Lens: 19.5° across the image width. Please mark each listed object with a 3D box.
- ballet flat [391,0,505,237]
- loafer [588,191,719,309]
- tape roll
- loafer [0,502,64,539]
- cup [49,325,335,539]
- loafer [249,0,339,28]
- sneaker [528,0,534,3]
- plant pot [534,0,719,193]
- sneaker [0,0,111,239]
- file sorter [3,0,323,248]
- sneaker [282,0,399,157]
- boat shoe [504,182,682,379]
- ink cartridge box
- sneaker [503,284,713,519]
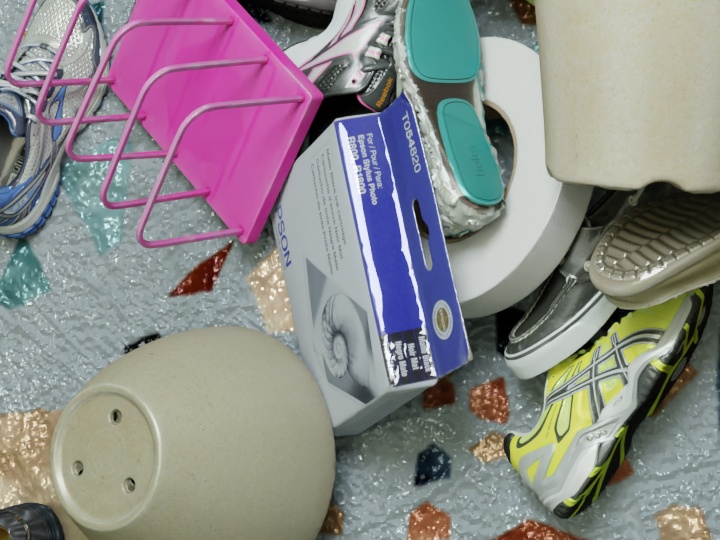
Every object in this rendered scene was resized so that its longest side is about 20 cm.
[{"bbox_3d":[0.052,-0.113,1.470,0.071,0.072,0.202,-16,63,16],"label":"ballet flat"},{"bbox_3d":[0.239,-0.019,1.415,0.199,0.069,0.076,-28,35,-25],"label":"loafer"},{"bbox_3d":[0.080,-0.066,1.497,0.202,0.037,0.205,-18,64,40],"label":"tape roll"},{"bbox_3d":[-0.327,0.231,1.609,0.199,0.072,0.073,-29,73,13],"label":"loafer"},{"bbox_3d":[-0.138,0.135,1.499,0.199,0.143,0.202,-4,82,32],"label":"cup"},{"bbox_3d":[-0.083,-0.247,1.607,0.199,0.073,0.071,26,89,21],"label":"loafer"},{"bbox_3d":[0.101,-0.233,1.493,0.076,0.075,0.200,-43,111,0],"label":"sneaker"},{"bbox_3d":[0.191,-0.147,1.360,0.199,0.200,0.185,5,98,20],"label":"plant pot"},{"bbox_3d":[-0.257,-0.127,1.641,0.076,0.085,0.202,14,85,21],"label":"sneaker"},{"bbox_3d":[-0.152,-0.131,1.541,0.200,0.125,0.140,48,128,29],"label":"file sorter"},{"bbox_3d":[0.011,-0.157,1.545,0.200,0.080,0.087,-48,44,20],"label":"sneaker"},{"bbox_3d":[0.163,-0.013,1.475,0.064,0.071,0.200,43,89,-16],"label":"boat shoe"},{"bbox_3d":[0.000,0.000,1.484,0.040,0.200,0.201,-6,74,-26],"label":"ink cartridge box"},{"bbox_3d":[0.173,0.073,1.463,0.076,0.075,0.201,36,92,21],"label":"sneaker"}]
